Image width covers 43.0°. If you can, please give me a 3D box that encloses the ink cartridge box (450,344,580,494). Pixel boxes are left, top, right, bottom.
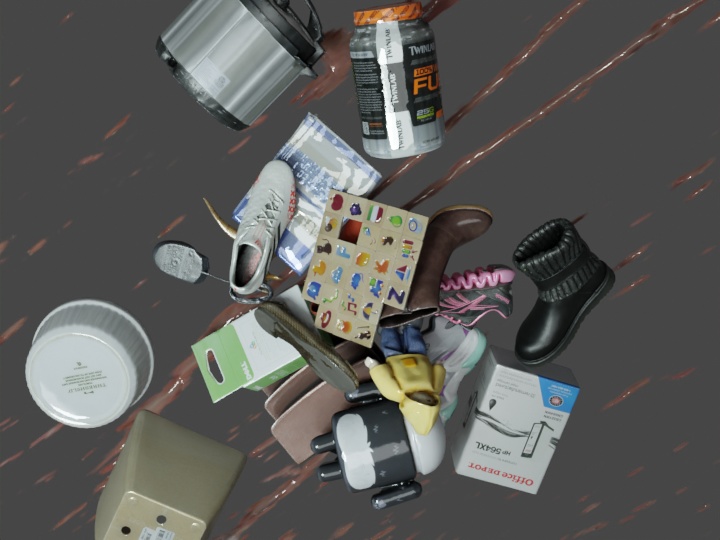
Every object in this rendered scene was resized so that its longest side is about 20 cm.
[{"bbox_3d":[0.246,0.242,1.473,0.144,0.084,0.202,16,107,-6],"label":"ink cartridge box"}]

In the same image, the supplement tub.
[{"bbox_3d":[0.051,-0.268,1.283,0.121,0.123,0.202,-8,109,2],"label":"supplement tub"}]

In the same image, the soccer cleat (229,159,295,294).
[{"bbox_3d":[-0.142,-0.061,1.311,0.068,0.085,0.202,20,95,1],"label":"soccer cleat"}]

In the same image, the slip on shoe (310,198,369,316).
[{"bbox_3d":[-0.026,-0.016,1.375,0.061,0.074,0.202,12,97,-38],"label":"slip on shoe"}]

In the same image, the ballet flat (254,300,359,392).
[{"bbox_3d":[-0.073,0.106,1.340,0.199,0.046,0.068,35,144,22],"label":"ballet flat"}]

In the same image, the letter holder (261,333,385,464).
[{"bbox_3d":[-0.060,0.180,1.443,0.199,0.101,0.143,-36,103,11],"label":"letter holder"}]

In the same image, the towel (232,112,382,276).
[{"bbox_3d":[-0.080,-0.113,1.358,0.147,0.024,0.200,40,95,0],"label":"towel"}]

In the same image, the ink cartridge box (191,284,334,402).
[{"bbox_3d":[-0.151,0.118,1.418,0.199,0.059,0.105,-29,70,8],"label":"ink cartridge box"}]

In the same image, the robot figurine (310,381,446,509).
[{"bbox_3d":[0.028,0.257,1.354,0.198,0.125,0.152,-14,121,-1],"label":"robot figurine"}]

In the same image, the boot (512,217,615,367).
[{"bbox_3d":[0.276,0.034,1.379,0.157,0.079,0.212,33,96,-40],"label":"boot"}]

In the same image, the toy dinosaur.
[{"bbox_3d":[-0.148,-0.040,1.402,0.197,0.060,0.108,8,82,-6],"label":"toy dinosaur"}]

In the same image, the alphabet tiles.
[{"bbox_3d":[0.000,0.000,1.313,0.166,0.008,0.202,18,96,27],"label":"alphabet tiles"}]

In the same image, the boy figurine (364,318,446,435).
[{"bbox_3d":[0.068,0.147,1.320,0.123,0.201,0.065,8,129,-15],"label":"boy figurine"}]

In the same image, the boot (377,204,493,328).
[{"bbox_3d":[0.110,-0.004,1.343,0.198,0.168,0.073,-18,136,15],"label":"boot"}]

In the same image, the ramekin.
[{"bbox_3d":[-0.429,0.152,1.433,0.200,0.094,0.205,0,108,0],"label":"ramekin"}]

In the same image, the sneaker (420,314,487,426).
[{"bbox_3d":[0.097,0.157,1.440,0.139,0.078,0.201,28,81,-4],"label":"sneaker"}]

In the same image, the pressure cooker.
[{"bbox_3d":[-0.153,-0.312,1.235,0.200,0.179,0.176,-44,145,10],"label":"pressure cooker"}]

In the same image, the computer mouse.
[{"bbox_3d":[-0.226,0.002,1.407,0.198,0.034,0.059,22,109,1],"label":"computer mouse"}]

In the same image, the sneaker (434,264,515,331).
[{"bbox_3d":[0.145,0.051,1.405,0.198,0.079,0.097,-9,103,1],"label":"sneaker"}]

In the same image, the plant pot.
[{"bbox_3d":[-0.319,0.382,1.467,0.198,0.177,0.201,25,106,-8],"label":"plant pot"}]
